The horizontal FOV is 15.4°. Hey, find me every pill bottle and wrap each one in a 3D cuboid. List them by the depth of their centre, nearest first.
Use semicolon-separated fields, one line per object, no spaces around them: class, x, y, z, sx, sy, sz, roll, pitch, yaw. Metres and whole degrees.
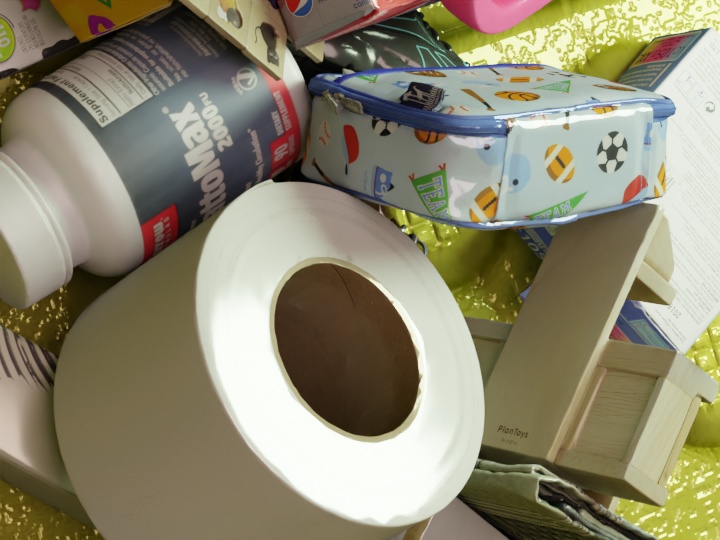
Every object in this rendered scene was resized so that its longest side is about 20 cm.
pill bottle;-0.136;-0.067;1.524;0.200;0.119;0.120;-35;102;-22

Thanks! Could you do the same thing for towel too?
towel;0.112;0.147;1.569;0.192;0.200;0.035;34;76;-32

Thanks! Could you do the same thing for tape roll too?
tape roll;-0.049;0.069;1.466;0.202;0.139;0.204;22;53;-33

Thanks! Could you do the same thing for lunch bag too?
lunch bag;0.067;-0.077;1.517;0.199;0.160;0.076;-4;107;-38

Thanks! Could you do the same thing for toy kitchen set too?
toy kitchen set;0.164;0.069;1.591;0.180;0.199;0.164;35;73;-38

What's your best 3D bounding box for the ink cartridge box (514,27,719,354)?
ink cartridge box;0.186;-0.038;1.699;0.137;0.076;0.200;48;68;-15

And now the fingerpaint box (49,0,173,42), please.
fingerpaint box;-0.140;-0.256;1.496;0.167;0.073;0.200;55;38;-23

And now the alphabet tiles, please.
alphabet tiles;-0.069;-0.213;1.506;0.166;0.006;0.201;38;45;-42

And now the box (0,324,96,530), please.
box;-0.168;0.097;1.523;0.199;0.082;0.069;30;74;-22

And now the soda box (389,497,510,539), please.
soda box;0.065;0.192;1.596;0.200;0.063;0.068;41;71;-44

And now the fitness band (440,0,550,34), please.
fitness band;0.117;-0.215;1.550;0.037;0.144;0.200;35;44;20

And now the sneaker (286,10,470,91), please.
sneaker;0.030;-0.131;1.632;0.199;0.075;0.080;25;64;-30

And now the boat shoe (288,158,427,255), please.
boat shoe;0.000;0.000;1.619;0.072;0.072;0.201;-3;99;-30

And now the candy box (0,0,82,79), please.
candy box;-0.242;-0.165;1.511;0.199;0.061;0.137;-28;98;-24

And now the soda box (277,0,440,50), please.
soda box;0.023;-0.187;1.562;0.200;0.063;0.070;-26;96;-57
